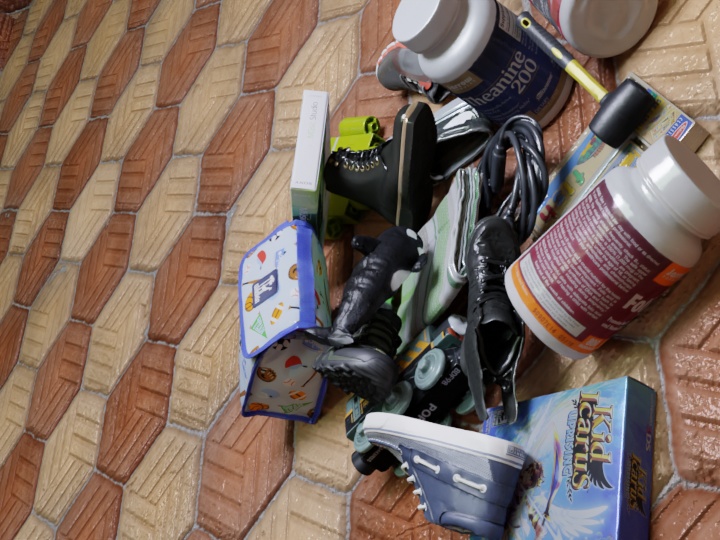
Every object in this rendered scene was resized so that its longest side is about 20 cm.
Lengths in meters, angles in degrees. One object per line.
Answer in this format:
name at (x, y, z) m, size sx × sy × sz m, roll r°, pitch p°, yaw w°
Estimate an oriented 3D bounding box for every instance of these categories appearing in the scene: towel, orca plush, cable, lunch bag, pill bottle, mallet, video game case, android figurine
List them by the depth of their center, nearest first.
video game case at (0.178, 0.209, 1.050) m, size 0.180 × 0.045 × 0.202 m, roll -21°, pitch 51°, yaw 47°
pill bottle at (0.238, -0.021, 1.065) m, size 0.200 × 0.113 × 0.115 m, roll -46°, pitch 35°, yaw 27°
mallet at (0.228, -0.214, 1.193) m, size 0.066 × 0.041 × 0.201 m, roll -44°, pitch 54°, yaw 24°
orca plush at (0.000, 0.000, 1.255) m, size 0.200 × 0.071 × 0.105 m, roll -45°, pitch 16°, yaw -31°
cable at (0.151, -0.074, 1.260) m, size 0.163 × 0.050 × 0.202 m, roll -101°, pitch 28°, yaw -69°
pill bottle at (0.240, -0.327, 1.290) m, size 0.111 × 0.110 × 0.201 m, roll -50°, pitch 33°, yaw 19°
pill bottle at (0.135, -0.243, 1.296) m, size 0.111 × 0.199 × 0.112 m, roll -35°, pitch 41°, yaw 37°
towel at (0.079, -0.007, 1.299) m, size 0.200 × 0.030 × 0.151 m, roll 125°, pitch 160°, yaw -55°
lunch bag at (-0.091, 0.062, 1.419) m, size 0.201 × 0.122 × 0.171 m, roll 110°, pitch 160°, yaw -49°
android figurine at (-0.028, -0.127, 1.607) m, size 0.199 × 0.041 × 0.184 m, roll 7°, pitch 73°, yaw 55°

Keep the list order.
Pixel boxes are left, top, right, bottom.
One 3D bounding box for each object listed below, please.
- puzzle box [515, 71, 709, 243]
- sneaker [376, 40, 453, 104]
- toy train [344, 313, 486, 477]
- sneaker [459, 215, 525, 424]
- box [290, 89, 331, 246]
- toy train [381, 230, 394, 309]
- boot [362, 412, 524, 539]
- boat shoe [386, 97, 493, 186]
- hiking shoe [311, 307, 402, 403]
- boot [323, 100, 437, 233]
puzzle box at (0.251, -0.093, 1.182) m, size 0.201 × 0.025 × 0.133 m, roll -54°, pitch 33°, yaw 16°
sneaker at (0.085, -0.255, 1.503) m, size 0.199 × 0.076 × 0.083 m, roll -11°, pitch 64°, yaw 53°
toy train at (0.058, 0.133, 1.253) m, size 0.200 × 0.085 × 0.114 m, roll -48°, pitch 25°, yaw 23°
sneaker at (0.133, 0.044, 1.131) m, size 0.104 × 0.059 × 0.203 m, roll 157°, pitch 119°, yaw -83°
box at (-0.060, -0.109, 1.461) m, size 0.201 × 0.036 × 0.146 m, roll 88°, pitch -173°, yaw -62°
toy train at (0.021, 0.041, 1.395) m, size 0.056 × 0.041 × 0.202 m, roll 121°, pitch 164°, yaw -69°
boot at (0.065, 0.194, 1.109) m, size 0.199 × 0.072 × 0.091 m, roll 3°, pitch 73°, yaw 51°
boat shoe at (0.081, -0.139, 1.422) m, size 0.200 × 0.072 × 0.071 m, roll -38°, pitch 35°, yaw 32°
hiking shoe at (0.005, 0.080, 1.248) m, size 0.101 × 0.075 × 0.200 m, roll -57°, pitch 12°, yaw -9°
boot at (0.013, -0.132, 1.365) m, size 0.078 × 0.137 × 0.201 m, roll -53°, pitch -22°, yaw -35°
